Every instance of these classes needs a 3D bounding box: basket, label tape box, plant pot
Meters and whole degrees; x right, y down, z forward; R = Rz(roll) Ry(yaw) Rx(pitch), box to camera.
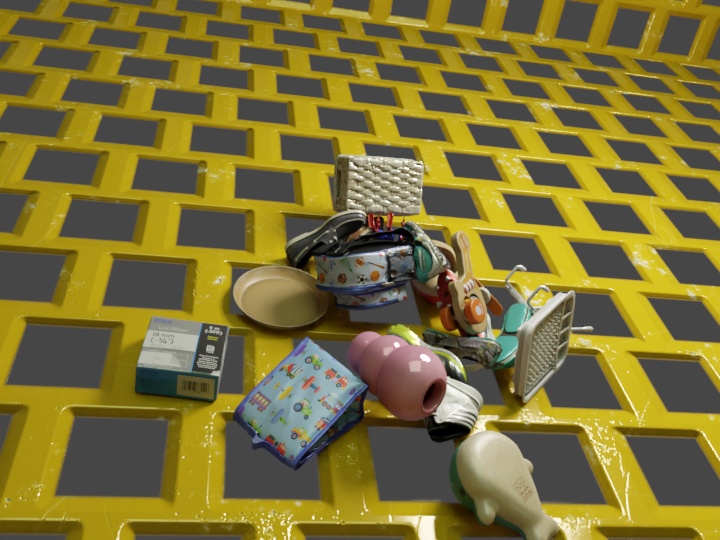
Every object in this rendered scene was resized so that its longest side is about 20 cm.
[{"bbox_3d":[0.042,-0.193,1.819,0.195,0.139,0.123,2,7,-12],"label":"basket"},{"bbox_3d":[-0.312,0.134,1.408,0.140,0.064,0.202,8,35,-7],"label":"label tape box"},{"bbox_3d":[-0.161,0.059,1.596,0.195,0.028,0.202,7,34,-5],"label":"plant pot"}]

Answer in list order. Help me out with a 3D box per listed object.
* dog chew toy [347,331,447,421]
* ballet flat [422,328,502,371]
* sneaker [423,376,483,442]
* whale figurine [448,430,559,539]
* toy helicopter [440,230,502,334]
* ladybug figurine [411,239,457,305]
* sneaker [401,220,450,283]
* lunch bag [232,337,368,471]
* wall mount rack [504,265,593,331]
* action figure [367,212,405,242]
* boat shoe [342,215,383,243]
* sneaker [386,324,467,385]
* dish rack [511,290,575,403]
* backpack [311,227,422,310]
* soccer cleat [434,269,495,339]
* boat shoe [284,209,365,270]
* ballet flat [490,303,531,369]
[{"bbox_3d":[0.053,0.170,1.351,0.123,0.127,0.198,-21,35,-39],"label":"dog chew toy"},{"bbox_3d":[0.181,0.155,1.502,0.071,0.074,0.198,-19,14,-37],"label":"ballet flat"},{"bbox_3d":[0.115,0.228,1.390,0.196,0.077,0.116,22,33,10],"label":"sneaker"},{"bbox_3d":[0.221,0.356,1.243,0.201,0.104,0.158,49,44,9],"label":"whale figurine"},{"bbox_3d":[0.215,0.023,1.540,0.130,0.078,0.205,8,69,-45],"label":"toy helicopter"},{"bbox_3d":[0.165,0.010,1.722,0.132,0.073,0.202,7,34,-6],"label":"ladybug figurine"},{"bbox_3d":[0.118,-0.041,1.659,0.078,0.079,0.201,47,7,-28],"label":"sneaker"},{"bbox_3d":[-0.106,0.233,1.320,0.149,0.096,0.199,34,49,26],"label":"lunch bag"},{"bbox_3d":[0.395,0.077,1.679,0.173,0.075,0.200,41,7,-25],"label":"wall mount rack"},{"bbox_3d":[0.060,-0.096,1.739,0.063,0.201,0.101,0,67,10],"label":"action figure"},{"bbox_3d":[-0.008,-0.073,1.800,0.072,0.077,0.200,15,25,15],"label":"boat shoe"},{"bbox_3d":[0.112,0.180,1.477,0.197,0.075,0.081,26,45,31],"label":"sneaker"},{"bbox_3d":[0.346,0.139,1.510,0.043,0.176,0.199,19,33,32],"label":"dish rack"},{"bbox_3d":[0.000,0.000,1.586,0.187,0.159,0.198,-2,-1,-37],"label":"backpack"},{"bbox_3d":[0.219,0.088,1.600,0.084,0.069,0.203,-6,60,-42],"label":"soccer cleat"},{"bbox_3d":[-0.070,-0.062,1.706,0.196,0.073,0.064,-26,56,8],"label":"boat shoe"},{"bbox_3d":[0.299,0.148,1.551,0.066,0.072,0.201,-2,32,30],"label":"ballet flat"}]
